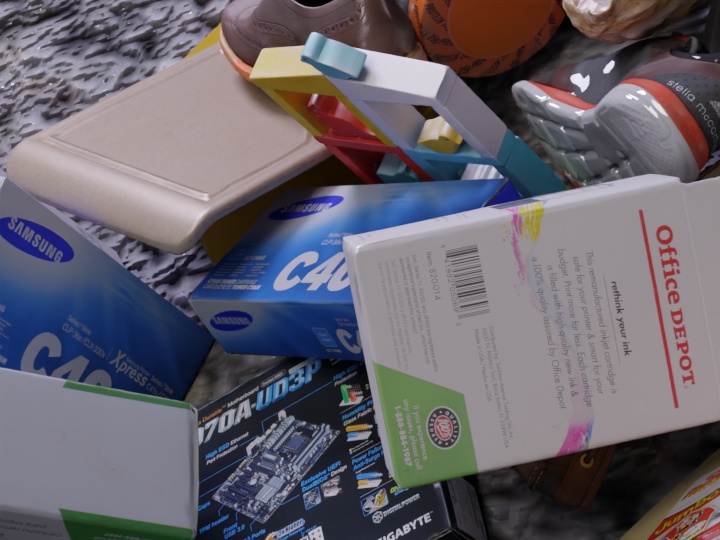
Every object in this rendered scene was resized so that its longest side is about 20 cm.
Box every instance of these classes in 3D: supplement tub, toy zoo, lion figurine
[{"bbox_3d":[0.040,-0.208,1.329,0.122,0.122,0.200,-41,45,9],"label":"supplement tub"},{"bbox_3d":[0.029,-0.069,1.193,0.131,0.200,0.021,10,69,42],"label":"toy zoo"},{"bbox_3d":[0.150,-0.177,1.221,0.122,0.073,0.200,-38,12,3],"label":"lion figurine"}]

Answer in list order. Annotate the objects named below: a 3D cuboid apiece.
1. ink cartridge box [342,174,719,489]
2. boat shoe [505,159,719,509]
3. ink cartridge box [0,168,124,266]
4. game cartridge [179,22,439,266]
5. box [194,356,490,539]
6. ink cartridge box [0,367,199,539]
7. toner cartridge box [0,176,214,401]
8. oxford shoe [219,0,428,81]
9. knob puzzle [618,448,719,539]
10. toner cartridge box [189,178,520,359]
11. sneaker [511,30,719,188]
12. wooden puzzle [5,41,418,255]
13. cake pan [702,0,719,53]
[{"bbox_3d":[0.100,0.022,1.065,0.198,0.067,0.118,-11,95,-3],"label":"ink cartridge box"},{"bbox_3d":[0.145,0.032,1.141,0.067,0.072,0.200,37,83,12],"label":"boat shoe"},{"bbox_3d":[-0.241,0.018,1.349,0.145,0.200,0.084,-41,49,9],"label":"ink cartridge box"},{"bbox_3d":[-0.043,-0.096,1.390,0.176,0.032,0.200,-42,43,9],"label":"game cartridge"},{"bbox_3d":[-0.036,0.128,1.224,0.199,0.046,0.160,-31,47,18],"label":"box"},{"bbox_3d":[-0.190,0.139,1.216,0.200,0.146,0.084,-49,38,49],"label":"ink cartridge box"},{"bbox_3d":[-0.174,0.031,1.286,0.043,0.200,0.095,15,73,41],"label":"toner cartridge box"},{"bbox_3d":[-0.027,-0.147,1.286,0.071,0.073,0.200,-28,24,-24],"label":"oxford shoe"},{"bbox_3d":[0.188,0.100,1.020,0.219,0.031,0.220,-39,2,1],"label":"knob puzzle"},{"bbox_3d":[0.000,0.000,1.204,0.199,0.043,0.095,-1,41,53],"label":"toner cartridge box"},{"bbox_3d":[0.149,-0.085,1.182,0.082,0.077,0.200,-38,18,-12],"label":"sneaker"},{"bbox_3d":[-0.082,-0.079,1.321,0.200,0.037,0.184,-35,36,-29],"label":"wooden puzzle"},{"bbox_3d":[0.271,-0.126,1.155,0.199,0.037,0.202,-20,52,27],"label":"cake pan"}]
